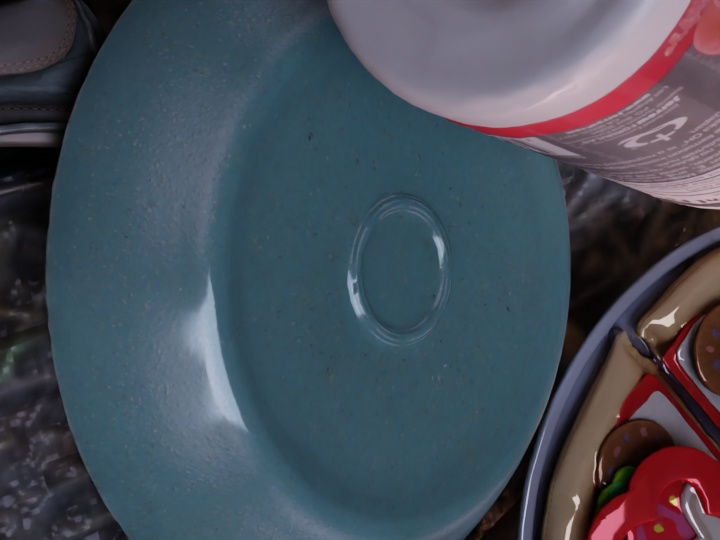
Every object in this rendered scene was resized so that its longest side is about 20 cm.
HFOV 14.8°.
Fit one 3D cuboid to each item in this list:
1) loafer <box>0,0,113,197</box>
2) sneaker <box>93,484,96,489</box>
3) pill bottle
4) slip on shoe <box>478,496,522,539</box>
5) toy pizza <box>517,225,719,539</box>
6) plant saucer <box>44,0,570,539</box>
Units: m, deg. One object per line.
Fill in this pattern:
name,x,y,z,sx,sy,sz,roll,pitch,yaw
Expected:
loafer,-0.152,-0.023,0.707,0.200,0.072,0.063,-24,81,-16
sneaker,-0.011,0.114,0.837,0.075,0.088,0.200,-41,124,-5
pill bottle,0.085,-0.077,0.756,0.200,0.111,0.111,15,107,-56
slip on shoe,0.097,0.141,0.920,0.200,0.076,0.061,52,56,-34
toy pizza,0.138,0.082,0.859,0.200,0.032,0.201,-3,96,-27
plant saucer,0.000,0.000,0.766,0.200,0.036,0.201,-1,91,-46
